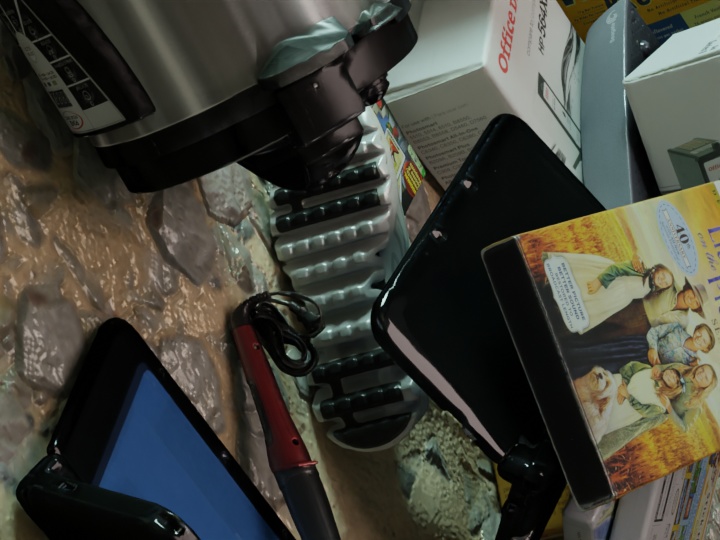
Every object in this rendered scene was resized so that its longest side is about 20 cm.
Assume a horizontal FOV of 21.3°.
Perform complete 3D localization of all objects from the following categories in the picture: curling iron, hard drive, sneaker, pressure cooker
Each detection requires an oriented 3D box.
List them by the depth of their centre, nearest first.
[{"bbox_3d":[-0.068,-0.128,0.914,0.201,0.178,0.176,62,28,-15],"label":"pressure cooker"},{"bbox_3d":[-0.026,0.094,0.969,0.026,0.049,0.201,85,-9,-60],"label":"curling iron"},{"bbox_3d":[0.000,0.000,1.078,0.081,0.075,0.201,-1,83,-68],"label":"sneaker"},{"bbox_3d":[0.193,-0.069,1.296,0.135,0.042,0.201,42,42,-47],"label":"hard drive"}]

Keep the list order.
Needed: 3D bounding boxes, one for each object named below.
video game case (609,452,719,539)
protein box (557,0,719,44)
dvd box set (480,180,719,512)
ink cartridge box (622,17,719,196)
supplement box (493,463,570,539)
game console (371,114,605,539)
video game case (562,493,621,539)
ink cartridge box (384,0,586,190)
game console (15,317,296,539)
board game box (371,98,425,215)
[{"bbox_3d":[0.174,0.179,1.146,0.182,0.023,0.201,14,89,-68],"label":"video game case"},{"bbox_3d":[0.218,-0.301,1.543,0.200,0.134,0.199,47,38,-37],"label":"protein box"},{"bbox_3d":[0.162,0.035,1.045,0.200,0.029,0.147,-14,82,-46],"label":"dvd box set"},{"bbox_3d":[0.259,-0.064,1.279,0.146,0.084,0.201,-40,112,-60],"label":"ink cartridge box"},{"bbox_3d":[0.115,0.074,1.231,0.066,0.069,0.201,12,62,-56],"label":"supplement box"},{"bbox_3d":[0.081,0.047,1.082,0.200,0.116,0.176,-56,164,-42],"label":"game console"},{"bbox_3d":[0.171,0.127,1.162,0.200,0.022,0.183,-58,153,-35],"label":"video game case"},{"bbox_3d":[0.102,-0.110,1.287,0.200,0.084,0.146,49,37,-38],"label":"ink cartridge box"},{"bbox_3d":[-0.051,0.132,0.870,0.116,0.176,0.200,-49,120,-25],"label":"game console"},{"bbox_3d":[-0.027,-0.110,1.134,0.200,0.023,0.105,59,34,-22],"label":"board game box"}]
